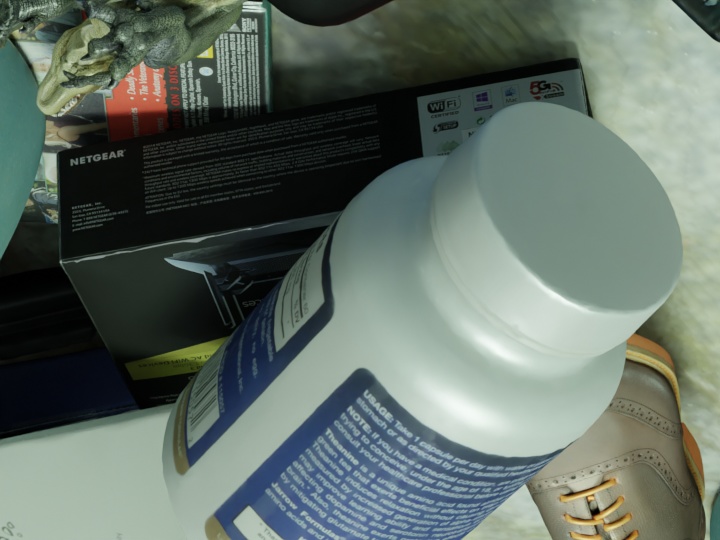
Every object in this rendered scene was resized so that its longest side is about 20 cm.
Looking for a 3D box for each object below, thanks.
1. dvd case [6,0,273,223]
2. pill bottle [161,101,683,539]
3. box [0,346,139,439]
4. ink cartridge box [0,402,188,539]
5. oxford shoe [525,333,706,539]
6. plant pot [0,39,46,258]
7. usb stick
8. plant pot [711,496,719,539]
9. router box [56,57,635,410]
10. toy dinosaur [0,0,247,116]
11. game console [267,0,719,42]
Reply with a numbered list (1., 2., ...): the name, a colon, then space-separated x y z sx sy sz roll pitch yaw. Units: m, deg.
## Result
1. dvd case: -0.131 -0.066 1.018 0.199 0.022 0.146 2 147 2
2. pill bottle: 0.022 0.031 0.943 0.110 0.112 0.200 20 139 -22
3. box: -0.181 0.069 1.126 0.121 0.033 0.200 -22 174 34
4. ink cartridge box: -0.155 0.147 1.033 0.199 0.146 0.147 -10 172 -30
5. oxford shoe: 0.098 0.081 1.068 0.071 0.073 0.200 -15 150 18
6. plant pot: -0.221 -0.012 0.971 0.199 0.135 0.201 5 147 3
7. usb stick: -0.199 0.033 1.085 0.199 0.033 0.055 -13 -167 -24
8. plant pot: 0.256 0.175 1.222 0.199 0.135 0.201 4 147 2
9. router box: 0.000 0.000 1.044 0.199 0.053 0.158 -9 147 6
10. toy dinosaur: -0.066 -0.083 0.878 0.088 0.048 0.199 -14 -177 -40
11. game console: -0.008 -0.124 0.824 0.119 0.173 0.200 -46 130 10
